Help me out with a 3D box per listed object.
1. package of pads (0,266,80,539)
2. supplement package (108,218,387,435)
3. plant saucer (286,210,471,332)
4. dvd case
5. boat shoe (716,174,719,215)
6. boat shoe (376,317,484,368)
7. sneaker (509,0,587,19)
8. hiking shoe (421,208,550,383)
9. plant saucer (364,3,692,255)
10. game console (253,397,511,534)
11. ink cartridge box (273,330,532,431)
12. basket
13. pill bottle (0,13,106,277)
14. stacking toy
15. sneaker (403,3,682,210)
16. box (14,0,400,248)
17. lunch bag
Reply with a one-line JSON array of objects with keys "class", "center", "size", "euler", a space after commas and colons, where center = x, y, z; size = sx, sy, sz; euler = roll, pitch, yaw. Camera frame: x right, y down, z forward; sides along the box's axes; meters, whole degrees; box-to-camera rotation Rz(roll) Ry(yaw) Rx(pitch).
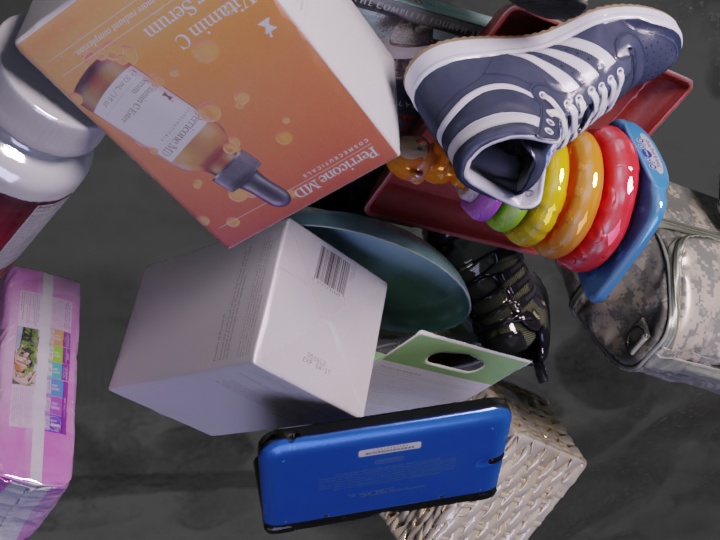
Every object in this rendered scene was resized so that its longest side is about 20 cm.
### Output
[{"class": "package of pads", "center": [-0.289, 0.113, 0.801], "size": [0.075, 0.203, 0.120], "euler": [16, 137, -33]}, {"class": "supplement package", "center": [-0.095, 0.055, 0.783], "size": [0.198, 0.122, 0.121], "euler": [-14, 145, 42]}, {"class": "plant saucer", "center": [0.000, 0.000, 0.804], "size": [0.196, 0.028, 0.201], "euler": [14, 158, 5]}, {"class": "dvd case", "center": [0.015, -0.120, 0.730], "size": [0.143, 0.022, 0.201], "euler": [10, 133, -20]}, {"class": "boat shoe", "center": [0.393, -0.098, 0.793], "size": [0.196, 0.070, 0.067], "euler": [-17, 120, 5]}, {"class": "boat shoe", "center": [0.033, 0.088, 0.931], "size": [0.199, 0.066, 0.075], "euler": [-20, 138, 12]}, {"class": "sneaker", "center": [0.085, -0.251, 0.575], "size": [0.200, 0.089, 0.076], "euler": [45, 158, -24]}, {"class": "hiking shoe", "center": [0.125, 0.021, 0.846], "size": [0.075, 0.102, 0.200], "euler": [-30, 135, 22]}, {"class": "plant saucer", "center": [0.124, -0.106, 0.732], "size": [0.197, 0.037, 0.200], "euler": [11, 133, -33]}, {"class": "game console", "center": [0.008, 0.138, 0.788], "size": [0.196, 0.119, 0.173], "euler": [-7, 135, -10]}, {"class": "ink cartridge box", "center": [0.031, 0.096, 0.842], "size": [0.144, 0.049, 0.199], "euler": [16, 137, -39]}, {"class": "basket", "center": [0.122, 0.216, 1.001], "size": [0.134, 0.124, 0.202], "euler": [25, 106, -33]}, {"class": "pill bottle", "center": [-0.254, -0.076, 0.656], "size": [0.109, 0.111, 0.199], "euler": [26, 132, -33]}, {"class": "stacking toy", "center": [0.109, -0.065, 0.681], "size": [0.196, 0.117, 0.111], "euler": [13, 130, -17]}, {"class": "sneaker", "center": [0.136, -0.106, 0.617], "size": [0.196, 0.110, 0.071], "euler": [-12, 143, -11]}, {"class": "box", "center": [-0.087, -0.138, 0.608], "size": [0.151, 0.108, 0.200], "euler": [-26, 130, 23]}, {"class": "lunch bag", "center": [0.293, 0.031, 0.836], "size": [0.197, 0.170, 0.140], "euler": [15, 134, -25]}]
